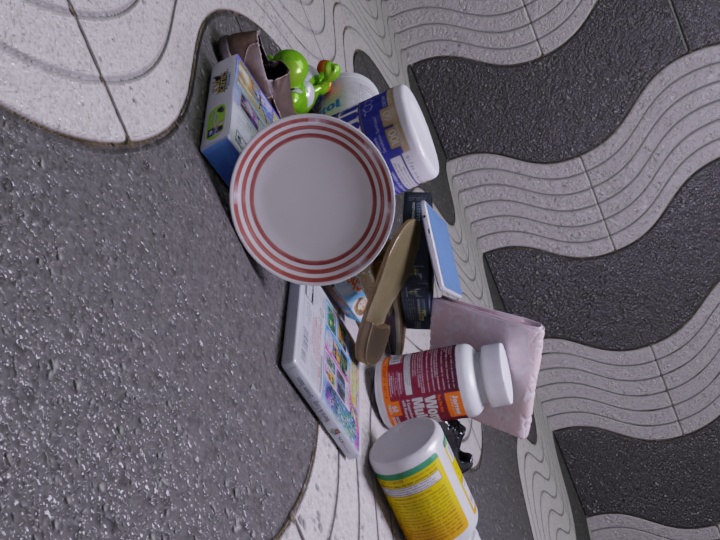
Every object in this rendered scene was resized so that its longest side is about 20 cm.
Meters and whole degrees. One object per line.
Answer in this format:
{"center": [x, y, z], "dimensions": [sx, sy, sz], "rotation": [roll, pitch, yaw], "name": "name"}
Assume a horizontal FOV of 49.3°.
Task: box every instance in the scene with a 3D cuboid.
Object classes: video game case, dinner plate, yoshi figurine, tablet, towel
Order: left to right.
{"center": [-0.133, -0.150, 1.034], "dimensions": [0.184, 0.045, 0.201], "rotation": [-93, 157, -45], "name": "video game case"}
{"center": [-0.099, -0.323, 1.288], "dimensions": [0.112, 0.112, 0.201], "rotation": [48, 23, -13], "name": "yoshi figurine"}
{"center": [-0.056, -0.082, 0.922], "dimensions": [0.024, 0.196, 0.204], "rotation": [-71, 137, -72], "name": "dinner plate"}
{"center": [-0.047, 0.114, 1.034], "dimensions": [0.202, 0.023, 0.184], "rotation": [-90, 155, -54], "name": "video game case"}
{"center": [0.124, -0.027, 1.198], "dimensions": [0.200, 0.013, 0.133], "rotation": [22, 56, -74], "name": "tablet"}
{"center": [0.196, 0.152, 1.263], "dimensions": [0.032, 0.188, 0.205], "rotation": [-32, 132, -49], "name": "towel"}

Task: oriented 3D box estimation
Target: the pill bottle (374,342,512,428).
{"center": [0.127, 0.173, 1.199], "dimensions": [0.109, 0.195, 0.112], "rotation": [-12, 90, -74], "name": "pill bottle"}

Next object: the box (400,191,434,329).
{"center": [0.095, -0.011, 1.290], "dimensions": [0.201, 0.050, 0.161], "rotation": [75, 19, -65], "name": "box"}

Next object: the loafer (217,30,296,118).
{"center": [-0.130, -0.264, 1.144], "dimensions": [0.201, 0.070, 0.074], "rotation": [53, 22, -47], "name": "loafer"}

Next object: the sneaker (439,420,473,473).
{"center": [0.126, 0.260, 1.315], "dimensions": [0.203, 0.089, 0.076], "rotation": [63, 17, -18], "name": "sneaker"}

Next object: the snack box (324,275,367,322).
{"center": [-0.022, -0.032, 1.156], "dimensions": [0.117, 0.037, 0.201], "rotation": [-53, 133, -20], "name": "snack box"}

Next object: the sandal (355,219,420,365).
{"center": [0.018, 0.021, 1.125], "dimensions": [0.077, 0.068, 0.217], "rotation": [23, 83, -57], "name": "sandal"}

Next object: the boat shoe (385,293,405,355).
{"center": [0.042, 0.054, 1.332], "dimensions": [0.072, 0.063, 0.204], "rotation": [-78, 163, -59], "name": "boat shoe"}

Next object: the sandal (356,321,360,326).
{"center": [0.001, -0.002, 1.258], "dimensions": [0.078, 0.068, 0.215], "rotation": [-60, 128, -71], "name": "sandal"}

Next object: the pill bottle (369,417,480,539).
{"center": [0.098, 0.320, 1.098], "dimensions": [0.203, 0.111, 0.113], "rotation": [65, 16, -14], "name": "pill bottle"}

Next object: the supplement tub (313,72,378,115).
{"center": [-0.020, -0.246, 1.389], "dimensions": [0.133, 0.130, 0.202], "rotation": [57, 18, -36], "name": "supplement tub"}

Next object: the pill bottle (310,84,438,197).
{"center": [-0.012, -0.136, 0.978], "dimensions": [0.121, 0.196, 0.121], "rotation": [58, 19, -33], "name": "pill bottle"}
